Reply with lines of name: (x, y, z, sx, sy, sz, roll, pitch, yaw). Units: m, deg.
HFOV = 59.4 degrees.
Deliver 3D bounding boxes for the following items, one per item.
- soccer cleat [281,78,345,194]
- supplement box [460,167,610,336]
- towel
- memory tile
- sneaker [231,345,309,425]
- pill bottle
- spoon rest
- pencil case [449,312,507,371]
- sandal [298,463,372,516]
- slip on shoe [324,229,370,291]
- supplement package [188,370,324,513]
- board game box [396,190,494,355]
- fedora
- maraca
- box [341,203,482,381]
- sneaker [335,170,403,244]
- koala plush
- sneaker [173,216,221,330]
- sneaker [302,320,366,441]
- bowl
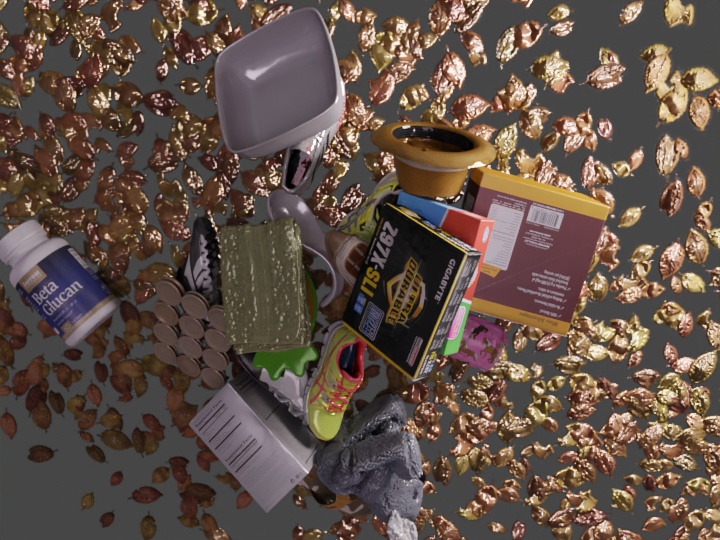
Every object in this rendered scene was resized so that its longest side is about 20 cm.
soccer cleat: (-0.076, -0.212, 0.989, 0.067, 0.085, 0.203, 24, 105, -2)
supplement box: (0.247, -0.036, 0.985, 0.193, 0.133, 0.204, 15, 105, 0)
towel: (-0.148, 0.026, 0.973, 0.145, 0.036, 0.205, -6, 92, 17)
memory tile: (-0.286, 0.110, 1.073, 0.151, 0.017, 0.203, 24, 130, 6)
sneaker: (-0.136, 0.171, 1.102, 0.200, 0.074, 0.089, 43, 91, -11)
pill bottle: (-0.513, 0.018, 1.063, 0.111, 0.111, 0.201, -39, 98, 12)
spoon rest: (-0.084, -0.044, 1.021, 0.060, 0.099, 0.203, -28, 95, 35)
pencil case: (0.144, 0.095, 1.053, 0.197, 0.087, 0.084, 26, 73, -3)
sandal: (-0.058, 0.398, 1.153, 0.197, 0.054, 0.081, 28, 103, -3)
slip on shoe: (0.000, 0.000, 1.006, 0.060, 0.200, 0.077, 33, 84, 33)
supplement package: (-0.177, 0.286, 1.091, 0.110, 0.114, 0.200, -44, 86, 13)
board game box: (0.101, 0.001, 0.941, 0.151, 0.040, 0.205, 24, 108, 38)
fedora: (0.103, -0.160, 0.939, 0.195, 0.202, 0.084, 7, 117, 2)
maraca: (-0.134, 0.078, 1.045, 0.134, 0.107, 0.205, -9, 87, 10)
box: (0.068, 0.028, 0.914, 0.159, 0.049, 0.204, 36, 115, 36)
sneaker: (0.011, -0.075, 1.022, 0.075, 0.077, 0.202, 34, 106, -7)
koala plush: (0.039, 0.357, 1.080, 0.181, 0.178, 0.203, -28, 111, 3)
sneaker: (-0.284, 0.011, 1.069, 0.088, 0.067, 0.205, 0, 106, 1)
sneaker: (-0.038, 0.189, 1.054, 0.077, 0.090, 0.205, 11, 90, -32)
bowl: (-0.115, -0.271, 0.948, 0.196, 0.074, 0.204, -20, 67, 17)
